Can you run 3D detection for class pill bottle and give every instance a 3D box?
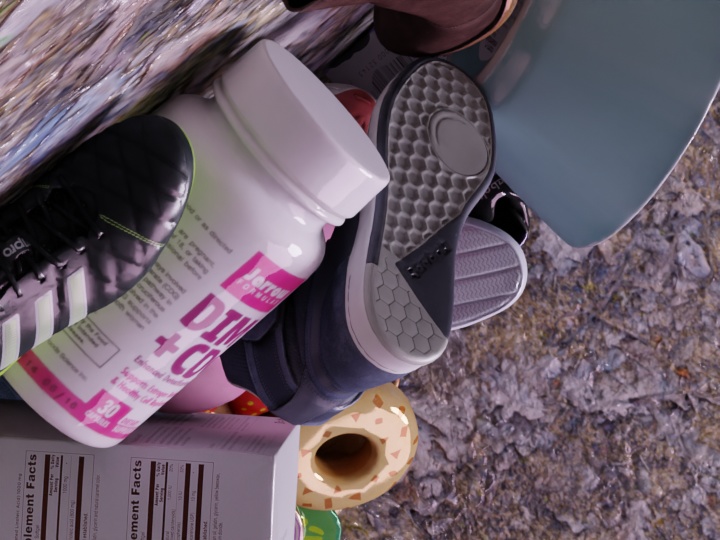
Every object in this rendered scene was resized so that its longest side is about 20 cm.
[{"bbox_3d":[-0.090,-0.015,1.466,0.200,0.113,0.113,-41,176,11],"label":"pill bottle"}]

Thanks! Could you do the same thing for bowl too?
[{"bbox_3d":[0.118,-0.125,1.619,0.201,0.105,0.201,-57,-164,26],"label":"bowl"}]

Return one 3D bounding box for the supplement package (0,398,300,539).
[{"bbox_3d":[-0.140,0.153,1.590,0.200,0.147,0.191,4,-177,3],"label":"supplement package"}]

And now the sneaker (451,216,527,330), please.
[{"bbox_3d":[0.000,0.000,1.707,0.200,0.073,0.071,-3,-173,13],"label":"sneaker"}]

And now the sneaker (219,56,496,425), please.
[{"bbox_3d":[-0.005,-0.010,1.546,0.146,0.077,0.203,-36,-152,46],"label":"sneaker"}]

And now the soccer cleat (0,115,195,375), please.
[{"bbox_3d":[-0.160,0.001,1.383,0.200,0.068,0.081,-41,163,14],"label":"soccer cleat"}]

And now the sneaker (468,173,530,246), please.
[{"bbox_3d":[0.058,-0.035,1.761,0.076,0.088,0.200,-35,167,-8],"label":"sneaker"}]

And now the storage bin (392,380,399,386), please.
[{"bbox_3d":[-0.034,0.032,1.882,0.200,0.145,0.134,-95,-153,-47],"label":"storage bin"}]

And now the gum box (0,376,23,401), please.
[{"bbox_3d":[-0.161,0.029,1.777,0.170,0.045,0.200,-39,177,-22],"label":"gum box"}]

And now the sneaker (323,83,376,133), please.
[{"bbox_3d":[-0.032,-0.073,1.741,0.082,0.078,0.200,-49,-174,-24],"label":"sneaker"}]

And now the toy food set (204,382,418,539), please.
[{"bbox_3d":[-0.076,0.125,1.776,0.200,0.049,0.198,24,112,-40],"label":"toy food set"}]

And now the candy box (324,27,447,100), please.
[{"bbox_3d":[0.093,-0.164,1.801,0.200,0.072,0.168,-41,175,19],"label":"candy box"}]

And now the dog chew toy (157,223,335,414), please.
[{"bbox_3d":[-0.059,-0.008,1.624,0.200,0.125,0.125,-31,176,-1],"label":"dog chew toy"}]

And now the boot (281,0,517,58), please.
[{"bbox_3d":[0.020,-0.154,1.473,0.166,0.072,0.200,-18,167,-39],"label":"boot"}]
